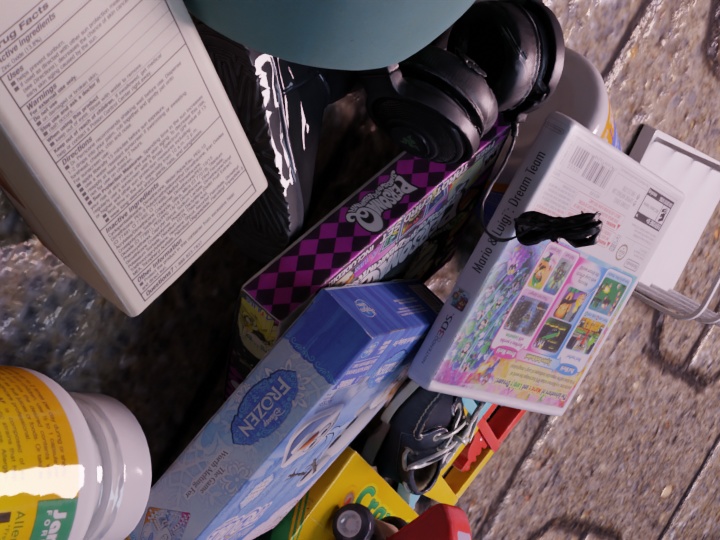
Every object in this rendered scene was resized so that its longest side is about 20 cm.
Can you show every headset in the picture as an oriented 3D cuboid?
[{"bbox_3d":[0.070,-0.102,0.740,0.123,0.094,0.201,-36,117,-31],"label":"headset"}]

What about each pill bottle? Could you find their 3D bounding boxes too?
[{"bbox_3d":[-0.199,0.101,0.649,0.200,0.113,0.113,7,110,-55],"label":"pill bottle"},{"bbox_3d":[0.135,-0.058,0.961,0.112,0.112,0.200,-50,145,-13],"label":"pill bottle"}]

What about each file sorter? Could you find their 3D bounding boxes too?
[{"bbox_3d":[0.308,-0.025,1.204,0.200,0.124,0.139,11,107,-55],"label":"file sorter"}]

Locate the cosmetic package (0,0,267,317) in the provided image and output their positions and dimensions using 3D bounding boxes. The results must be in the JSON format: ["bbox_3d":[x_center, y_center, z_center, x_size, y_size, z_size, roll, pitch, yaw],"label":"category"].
[{"bbox_3d":[-0.129,-0.085,0.613,0.103,0.087,0.200,-44,146,-18],"label":"cosmetic package"}]

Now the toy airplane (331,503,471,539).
[{"bbox_3d":[0.008,0.277,0.930,0.200,0.141,0.200,-29,136,-37],"label":"toy airplane"}]

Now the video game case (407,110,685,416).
[{"bbox_3d":[0.127,0.005,0.882,0.200,0.024,0.183,18,103,-56],"label":"video game case"}]

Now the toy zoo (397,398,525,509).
[{"bbox_3d":[0.094,0.118,1.133,0.200,0.020,0.131,-51,146,-11],"label":"toy zoo"}]

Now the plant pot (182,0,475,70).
[{"bbox_3d":[-0.011,-0.189,0.600,0.200,0.200,0.161,-19,140,-44],"label":"plant pot"}]

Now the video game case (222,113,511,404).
[{"bbox_3d":[0.000,0.000,0.844,0.200,0.036,0.181,-41,166,-25],"label":"video game case"}]

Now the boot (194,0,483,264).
[{"bbox_3d":[0.000,-0.115,0.789,0.200,0.066,0.165,-39,144,-34],"label":"boot"}]

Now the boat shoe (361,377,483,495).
[{"bbox_3d":[0.048,0.111,0.968,0.075,0.062,0.200,-44,167,-30],"label":"boat shoe"}]

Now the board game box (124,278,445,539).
[{"bbox_3d":[-0.040,0.093,0.816,0.199,0.043,0.200,-49,168,13],"label":"board game box"}]

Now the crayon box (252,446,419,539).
[{"bbox_3d":[-0.038,0.227,1.012,0.173,0.058,0.200,-52,146,-10],"label":"crayon box"}]
